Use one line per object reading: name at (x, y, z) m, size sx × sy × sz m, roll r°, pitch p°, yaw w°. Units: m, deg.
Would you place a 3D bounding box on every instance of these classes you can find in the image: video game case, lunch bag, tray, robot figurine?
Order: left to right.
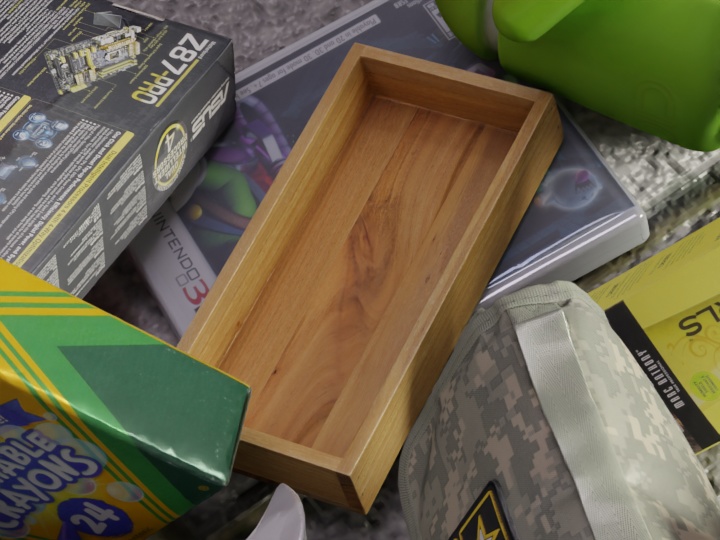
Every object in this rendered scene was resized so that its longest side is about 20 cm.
video game case at (-0.002, -0.033, 1.286) m, size 0.200 × 0.023 × 0.182 m, roll -28°, pitch 54°, yaw -7°
tray at (0.000, 0.000, 1.227) m, size 0.098 × 0.037 × 0.200 m, roll 16°, pitch 60°, yaw 25°
lunch bag at (0.086, 0.120, 1.044) m, size 0.117 × 0.200 × 0.164 m, roll -18°, pitch 53°, yaw 0°
robot figurine at (0.117, -0.125, 1.255) m, size 0.200 × 0.116 × 0.175 m, roll 24°, pitch 24°, yaw 17°

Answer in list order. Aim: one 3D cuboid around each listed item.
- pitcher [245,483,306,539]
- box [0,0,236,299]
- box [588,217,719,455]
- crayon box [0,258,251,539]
pitcher at (-0.102, 0.185, 1.106) m, size 0.199 × 0.121 × 0.172 m, roll -13°, pitch 73°, yaw -3°
box at (-0.168, -0.052, 1.261) m, size 0.161 × 0.049 × 0.200 m, roll 16°, pitch 44°, yaw 20°
box at (0.163, 0.010, 1.118) m, size 0.200 × 0.075 × 0.050 m, roll -30°, pitch 9°, yaw 32°
crayon box at (-0.161, 0.045, 1.140) m, size 0.200 × 0.126 × 0.052 m, roll 29°, pitch 53°, yaw -21°
